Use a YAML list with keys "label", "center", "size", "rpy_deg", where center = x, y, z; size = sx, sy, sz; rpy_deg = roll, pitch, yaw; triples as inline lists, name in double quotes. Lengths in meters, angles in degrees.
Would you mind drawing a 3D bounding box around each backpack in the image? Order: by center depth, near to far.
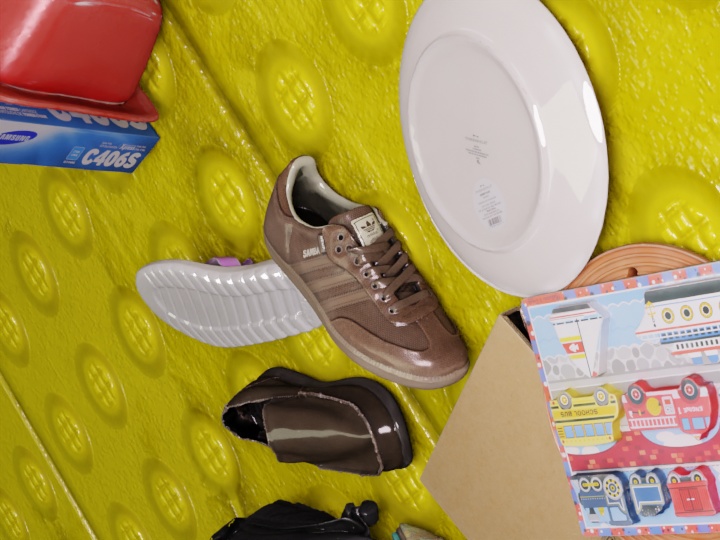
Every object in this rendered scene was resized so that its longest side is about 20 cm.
- label: "backpack"
  center: [-0.060, 0.256, 1.405]
  size: [0.127, 0.166, 0.200]
  rpy_deg: [65, 163, -10]

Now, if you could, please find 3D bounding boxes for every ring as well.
- label: "ring"
  center: [0.184, 0.080, 1.044]
  size: [0.200, 0.019, 0.202]
  rpy_deg: [22, 120, 43]

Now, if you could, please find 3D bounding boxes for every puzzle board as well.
- label: "puzzle board"
  center: [0.178, 0.076, 1.021]
  size: [0.199, 0.017, 0.152]
  rpy_deg: [-13, 95, 50]

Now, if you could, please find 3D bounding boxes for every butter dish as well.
- label: "butter dish"
  center: [-0.228, -0.221, 1.333]
  size: [0.148, 0.200, 0.200]
  rpy_deg: [-50, 64, 21]

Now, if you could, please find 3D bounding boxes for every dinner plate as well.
- label: "dinner plate"
  center: [0.076, -0.078, 1.087]
  size: [0.200, 0.024, 0.201]
  rpy_deg: [35, 134, 46]

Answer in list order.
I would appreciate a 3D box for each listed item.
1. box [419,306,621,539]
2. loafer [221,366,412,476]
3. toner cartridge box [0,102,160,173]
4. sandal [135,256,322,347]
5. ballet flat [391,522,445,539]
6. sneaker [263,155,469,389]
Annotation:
- label: "box"
  center: [0.120, 0.141, 1.195]
  size: [0.164, 0.021, 0.200]
  rpy_deg: [49, 145, 22]
- label: "loafer"
  center: [-0.036, 0.123, 1.359]
  size: [0.200, 0.071, 0.073]
  rpy_deg: [3, 114, 54]
- label: "toner cartridge box"
  center: [-0.248, -0.126, 1.383]
  size: [0.043, 0.200, 0.095]
  rpy_deg: [-48, 69, 21]
- label: "sandal"
  center: [-0.090, 0.017, 1.391]
  size: [0.202, 0.050, 0.083]
  rpy_deg: [2, 128, 41]
- label: "ballet flat"
  center: [0.073, 0.241, 1.278]
  size: [0.200, 0.070, 0.071]
  rpy_deg: [-111, 13, -62]
- label: "sneaker"
  center: [0.000, 0.000, 1.226]
  size: [0.200, 0.070, 0.076]
  rpy_deg: [41, 140, 31]
